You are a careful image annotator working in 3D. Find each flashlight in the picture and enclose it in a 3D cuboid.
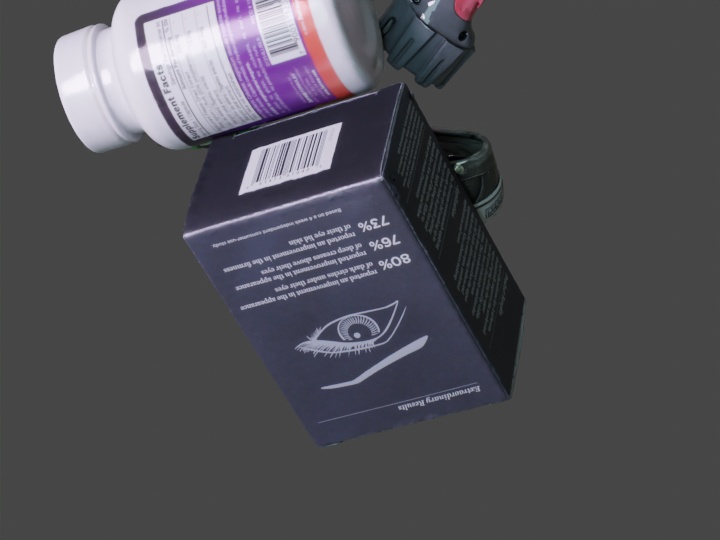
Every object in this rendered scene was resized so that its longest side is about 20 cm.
[{"bbox_3d":[0.095,-0.206,1.734,0.200,0.068,0.068,-51,58,21],"label":"flashlight"}]

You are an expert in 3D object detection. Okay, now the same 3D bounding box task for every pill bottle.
[{"bbox_3d":[-0.094,-0.144,1.726,0.199,0.111,0.112,-16,86,16],"label":"pill bottle"}]

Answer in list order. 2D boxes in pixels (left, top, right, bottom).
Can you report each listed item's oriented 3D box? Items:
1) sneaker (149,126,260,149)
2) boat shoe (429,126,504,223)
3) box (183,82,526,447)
[{"bbox_3d":[-0.094,-0.182,1.816,0.085,0.078,0.201,7,104,16],"label":"sneaker"},{"bbox_3d":[-0.003,-0.074,1.768,0.199,0.071,0.064,2,138,17],"label":"boat shoe"},{"bbox_3d":[0.000,0.000,1.710,0.148,0.104,0.200,-15,125,22],"label":"box"}]
